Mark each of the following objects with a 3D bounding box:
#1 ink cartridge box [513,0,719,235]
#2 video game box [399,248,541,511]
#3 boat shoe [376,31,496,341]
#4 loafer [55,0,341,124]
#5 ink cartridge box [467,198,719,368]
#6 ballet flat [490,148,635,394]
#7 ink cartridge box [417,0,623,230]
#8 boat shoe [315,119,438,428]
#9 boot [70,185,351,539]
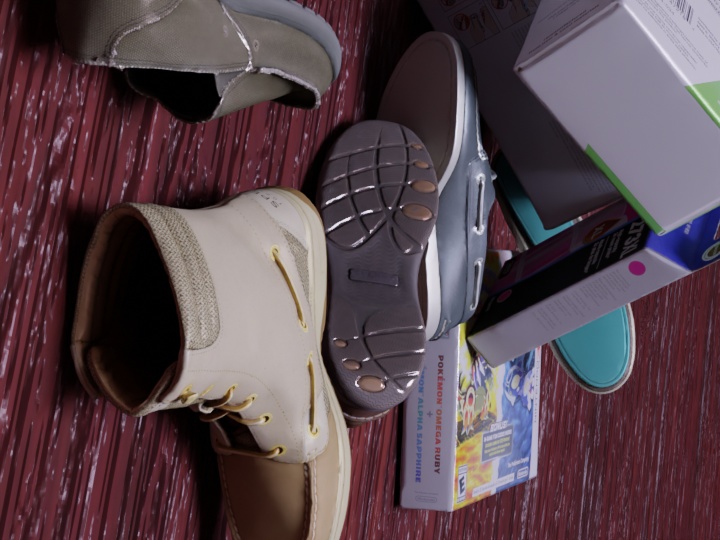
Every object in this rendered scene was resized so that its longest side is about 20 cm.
[{"bbox_3d":[0.190,-0.143,0.911,0.146,0.084,0.200,46,37,-17],"label":"ink cartridge box"},{"bbox_3d":[0.087,0.074,1.060,0.200,0.047,0.182,0,89,-66],"label":"video game box"},{"bbox_3d":[0.052,-0.053,0.915,0.062,0.073,0.200,-8,109,-40],"label":"boat shoe"},{"bbox_3d":[-0.076,-0.102,0.654,0.200,0.075,0.070,16,89,-61],"label":"loafer"},{"bbox_3d":[0.164,-0.007,0.946,0.037,0.200,0.095,50,39,-15],"label":"ink cartridge box"},{"bbox_3d":[0.152,-0.004,1.071,0.069,0.069,0.200,-7,77,-66],"label":"ballet flat"},{"bbox_3d":[0.141,-0.158,1.022,0.200,0.084,0.176,59,32,-10],"label":"ink cartridge box"},{"bbox_3d":[0.000,0.000,0.841,0.072,0.076,0.200,117,-16,-55],"label":"boat shoe"},{"bbox_3d":[-0.067,0.062,0.673,0.155,0.073,0.200,-12,101,-66],"label":"boot"}]
